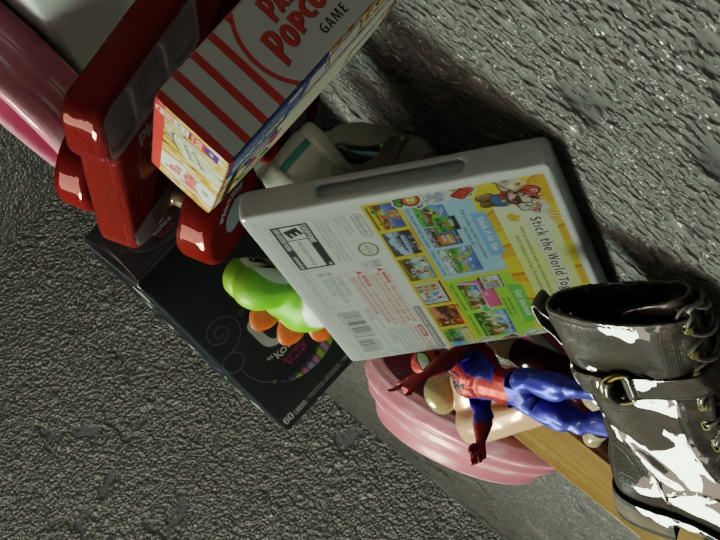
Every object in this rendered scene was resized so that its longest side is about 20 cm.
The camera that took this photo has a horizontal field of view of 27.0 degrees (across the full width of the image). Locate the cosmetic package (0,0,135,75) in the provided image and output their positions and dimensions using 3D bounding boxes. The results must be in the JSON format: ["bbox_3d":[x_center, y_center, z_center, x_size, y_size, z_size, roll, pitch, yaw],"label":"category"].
[{"bbox_3d":[-0.226,-0.237,1.043,0.199,0.123,0.200,39,170,17],"label":"cosmetic package"}]

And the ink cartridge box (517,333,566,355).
[{"bbox_3d":[0.159,0.071,1.149,0.200,0.037,0.095,41,172,-9],"label":"ink cartridge box"}]

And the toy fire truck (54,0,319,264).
[{"bbox_3d":[-0.104,-0.113,0.897,0.112,0.200,0.168,23,150,13],"label":"toy fire truck"}]

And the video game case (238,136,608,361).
[{"bbox_3d":[0.047,-0.006,0.907,0.181,0.023,0.200,-9,149,16],"label":"video game case"}]

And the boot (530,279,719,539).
[{"bbox_3d":[0.202,0.082,0.853,0.199,0.069,0.175,3,129,33],"label":"boot"}]

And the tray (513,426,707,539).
[{"bbox_3d":[0.215,0.162,1.198,0.200,0.037,0.099,39,-158,24],"label":"tray"}]

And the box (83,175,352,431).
[{"bbox_3d":[-0.095,0.010,1.168,0.106,0.122,0.200,32,167,51],"label":"box"}]

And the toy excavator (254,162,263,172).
[{"bbox_3d":[-0.171,-0.165,1.234,0.100,0.194,0.201,-145,54,-59],"label":"toy excavator"}]

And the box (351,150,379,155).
[{"bbox_3d":[0.021,-0.017,1.180,0.082,0.049,0.200,6,151,34],"label":"box"}]

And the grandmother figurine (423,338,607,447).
[{"bbox_3d":[0.137,0.090,1.076,0.121,0.061,0.200,32,155,-23],"label":"grandmother figurine"}]

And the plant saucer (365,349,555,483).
[{"bbox_3d":[0.093,0.127,1.309,0.200,0.051,0.201,21,-165,-6],"label":"plant saucer"}]

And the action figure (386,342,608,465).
[{"bbox_3d":[0.101,0.095,0.994,0.200,0.099,0.065,17,132,38],"label":"action figure"}]

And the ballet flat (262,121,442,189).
[{"bbox_3d":[0.018,-0.060,0.969,0.069,0.070,0.200,36,-162,32],"label":"ballet flat"}]

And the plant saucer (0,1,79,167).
[{"bbox_3d":[-0.249,-0.143,1.030,0.200,0.051,0.201,39,171,8],"label":"plant saucer"}]

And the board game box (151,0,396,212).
[{"bbox_3d":[-0.036,-0.107,0.737,0.046,0.152,0.200,42,171,-3],"label":"board game box"}]

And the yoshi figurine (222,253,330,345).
[{"bbox_3d":[0.006,-0.011,1.030,0.199,0.112,0.112,2,161,-29],"label":"yoshi figurine"}]

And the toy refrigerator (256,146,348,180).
[{"bbox_3d":[-0.011,-0.029,1.262,0.070,0.076,0.200,34,169,43],"label":"toy refrigerator"}]
